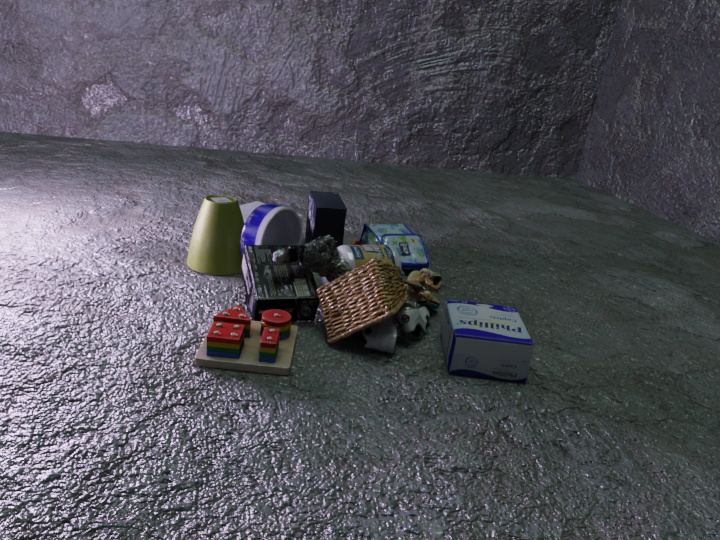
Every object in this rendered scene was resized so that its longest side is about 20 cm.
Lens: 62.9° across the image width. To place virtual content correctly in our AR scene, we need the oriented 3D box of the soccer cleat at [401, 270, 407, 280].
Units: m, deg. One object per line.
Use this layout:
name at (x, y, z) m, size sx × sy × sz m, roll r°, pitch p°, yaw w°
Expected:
soccer cleat at (0.043, 0.061, 1.562) m, size 0.200 × 0.084 × 0.065 m, roll -29°, pitch 45°, yaw -30°

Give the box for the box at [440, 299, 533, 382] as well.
box at (0.294, 0.162, 1.401) m, size 0.183 × 0.106 × 0.200 m, roll 7°, pitch 22°, yaw -1°

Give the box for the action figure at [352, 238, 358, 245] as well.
action figure at (0.015, -0.061, 1.827) m, size 0.199 × 0.100 × 0.065 m, roll -9°, pitch -5°, yaw 41°

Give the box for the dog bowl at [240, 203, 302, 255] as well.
dog bowl at (-0.259, -0.092, 1.726) m, size 0.078 × 0.201 × 0.200 m, roll 15°, pitch 22°, yaw 27°

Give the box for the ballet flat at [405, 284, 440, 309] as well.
ballet flat at (0.147, 0.068, 1.575) m, size 0.070 × 0.066 × 0.199 m, roll -18°, pitch -17°, yaw 36°

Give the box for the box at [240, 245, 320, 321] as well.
box at (-0.208, 0.030, 1.504) m, size 0.163 × 0.086 × 0.201 m, roll -2°, pitch 44°, yaw -22°

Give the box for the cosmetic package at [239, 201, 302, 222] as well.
cosmetic package at (-0.328, -0.129, 1.904) m, size 0.198 × 0.124 × 0.200 m, roll 19°, pitch 23°, yaw 27°

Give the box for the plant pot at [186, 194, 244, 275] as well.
plant pot at (-0.410, -0.114, 1.728) m, size 0.186 × 0.201 × 0.187 m, roll 7°, pitch 21°, yaw -3°

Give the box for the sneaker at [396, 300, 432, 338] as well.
sneaker at (0.137, 0.130, 1.495) m, size 0.074 × 0.089 × 0.200 m, roll -16°, pitch -12°, yaw 22°

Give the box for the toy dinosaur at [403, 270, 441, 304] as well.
toy dinosaur at (0.145, 0.037, 1.523) m, size 0.106 × 0.061 × 0.200 m, roll 32°, pitch 13°, yaw 21°

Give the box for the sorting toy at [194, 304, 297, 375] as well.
sorting toy at (-0.246, 0.142, 1.312) m, size 0.199 × 0.070 × 0.199 m, roll 6°, pitch 21°, yaw -3°

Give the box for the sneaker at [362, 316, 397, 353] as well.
sneaker at (0.046, 0.132, 1.442) m, size 0.080 × 0.071 × 0.200 m, roll 3°, pitch 21°, yaw -1°

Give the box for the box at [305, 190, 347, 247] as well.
box at (-0.118, -0.149, 1.945) m, size 0.103 × 0.183 × 0.200 m, roll 3°, pitch 21°, yaw -13°

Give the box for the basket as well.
basket at (0.017, 0.085, 1.410) m, size 0.142 × 0.199 × 0.150 m, roll 21°, pitch 47°, yaw -54°

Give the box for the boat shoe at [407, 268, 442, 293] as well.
boat shoe at (0.185, 0.039, 1.729) m, size 0.065 × 0.073 × 0.200 m, roll 16°, pitch 17°, yaw 23°

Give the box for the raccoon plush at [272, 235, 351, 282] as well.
raccoon plush at (-0.111, 0.002, 1.470) m, size 0.199 × 0.097 × 0.135 m, roll -19°, pitch 72°, yaw -24°

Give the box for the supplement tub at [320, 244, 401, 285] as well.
supplement tub at (0.000, 0.000, 1.656) m, size 0.199 × 0.146 × 0.145 m, roll -2°, pitch 23°, yaw -24°

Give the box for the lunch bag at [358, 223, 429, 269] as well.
lunch bag at (0.109, -0.068, 1.915) m, size 0.169 × 0.128 × 0.200 m, roll -2°, pitch 36°, yaw -29°
